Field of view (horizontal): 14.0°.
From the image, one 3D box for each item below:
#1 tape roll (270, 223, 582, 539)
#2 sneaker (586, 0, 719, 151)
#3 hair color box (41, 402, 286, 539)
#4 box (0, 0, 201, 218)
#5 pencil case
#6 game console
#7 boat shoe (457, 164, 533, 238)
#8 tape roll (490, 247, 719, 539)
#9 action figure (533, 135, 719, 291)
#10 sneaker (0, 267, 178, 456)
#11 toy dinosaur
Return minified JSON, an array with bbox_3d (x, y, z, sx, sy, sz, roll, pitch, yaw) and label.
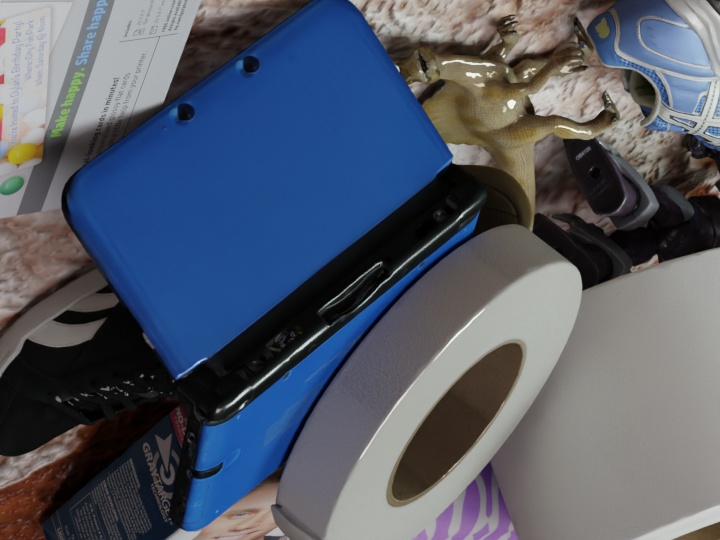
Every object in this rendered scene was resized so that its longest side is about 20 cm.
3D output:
[{"bbox_3d":[0.036,0.067,1.486,0.203,0.037,0.203,-44,160,-21],"label":"tape roll"},{"bbox_3d":[0.183,-0.105,1.579,0.077,0.076,0.200,-27,144,12],"label":"sneaker"},{"bbox_3d":[-0.081,0.120,1.603,0.100,0.061,0.200,-6,156,-39],"label":"hair color box"},{"bbox_3d":[-0.176,-0.084,1.295,0.200,0.041,0.156,-9,142,-33],"label":"box"},{"bbox_3d":[0.042,0.129,1.718,0.200,0.084,0.085,3,165,-44],"label":"pencil case"},{"bbox_3d":[-0.047,-0.003,1.409,0.200,0.118,0.171,-38,158,-32],"label":"game console"},{"bbox_3d":[0.000,0.000,1.548,0.200,0.073,0.065,-20,169,11],"label":"boat shoe"},{"bbox_3d":[0.171,0.086,1.651,0.202,0.139,0.203,-19,166,-5],"label":"tape roll"},{"bbox_3d":[0.172,-0.027,1.677,0.130,0.069,0.200,-52,152,17],"label":"action figure"},{"bbox_3d":[-0.108,0.052,1.480,0.200,0.112,0.073,-41,146,12],"label":"sneaker"},{"bbox_3d":[0.080,-0.085,1.537,0.101,0.058,0.200,-22,146,12],"label":"toy dinosaur"}]
